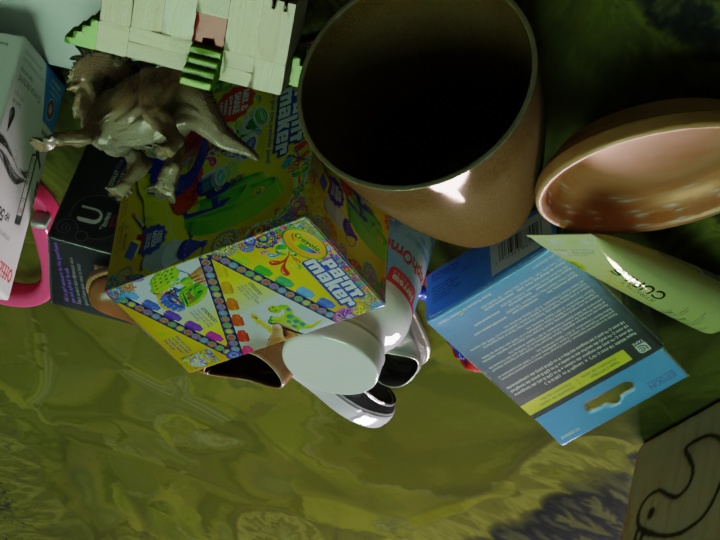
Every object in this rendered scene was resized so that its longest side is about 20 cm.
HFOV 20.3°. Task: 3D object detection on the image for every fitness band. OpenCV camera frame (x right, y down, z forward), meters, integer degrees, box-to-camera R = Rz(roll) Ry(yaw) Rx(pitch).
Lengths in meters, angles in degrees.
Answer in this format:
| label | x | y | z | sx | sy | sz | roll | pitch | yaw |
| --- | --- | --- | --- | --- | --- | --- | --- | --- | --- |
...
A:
| label | x | y | z | sx | sy | sz | roll | pitch | yaw |
| --- | --- | --- | --- | --- | --- | --- | --- | --- | --- |
| fitness band | -0.356 | -0.036 | 1.941 | 0.143 | 0.038 | 0.200 | 12 | 143 | 9 |

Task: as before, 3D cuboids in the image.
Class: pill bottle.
| label | x | y | z | sx | sy | sz | roll | pitch | yaw |
| --- | --- | --- | --- | --- | --- | --- | --- | --- | --- |
| pill bottle | 0.000 | 0.000 | 1.694 | 0.108 | 0.200 | 0.109 | 12 | 145 | 8 |

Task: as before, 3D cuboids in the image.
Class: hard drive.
| label | x | y | z | sx | sy | sz | roll | pitch | yaw |
| --- | --- | --- | --- | --- | --- | --- | --- | --- | --- |
| hard drive | -0.205 | -0.208 | 1.654 | 0.199 | 0.026 | 0.132 | 13 | 144 | 7 |

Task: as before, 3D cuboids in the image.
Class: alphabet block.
| label | x | y | z | sx | sy | sz | roll | pitch | yaw |
| --- | --- | --- | --- | --- | --- | --- | --- | --- | --- |
| alphabet block | 0.372 | 0.258 | 1.881 | 0.196 | 0.200 | 0.195 | 31 | 142 | -18 |

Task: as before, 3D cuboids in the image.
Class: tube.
| label | x | y | z | sx | sy | sz | roll | pitch | yaw |
| --- | --- | --- | --- | --- | --- | --- | --- | --- | --- |
| tube | 0.232 | 0.002 | 1.677 | 0.200 | 0.052 | 0.058 | 23 | 125 | -37 |

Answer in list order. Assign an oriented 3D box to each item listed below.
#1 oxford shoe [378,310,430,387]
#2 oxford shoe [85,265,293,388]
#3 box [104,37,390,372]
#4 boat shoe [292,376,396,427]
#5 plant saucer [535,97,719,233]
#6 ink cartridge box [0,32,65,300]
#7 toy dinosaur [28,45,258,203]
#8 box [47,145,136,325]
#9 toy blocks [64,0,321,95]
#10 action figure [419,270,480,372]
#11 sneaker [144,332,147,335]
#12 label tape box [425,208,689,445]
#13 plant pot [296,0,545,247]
| label | x | y | z | sx | sy | sz | roll | pitch | yaw |
| --- | --- | --- | --- | --- | --- | --- | --- | --- | --- |
| oxford shoe | 0.011 | 0.039 | 1.867 | 0.075 | 0.058 | 0.200 | -1 | 139 | 28 |
| oxford shoe | -0.146 | 0.049 | 1.726 | 0.199 | 0.071 | 0.071 | 17 | 144 | 3 |
| box | -0.084 | -0.053 | 1.628 | 0.192 | 0.200 | 0.122 | -20 | 134 | 25 |
| boat shoe | -0.021 | 0.084 | 1.939 | 0.066 | 0.070 | 0.200 | -38 | 127 | 18 |
| plant saucer | 0.232 | -0.084 | 1.566 | 0.199 | 0.038 | 0.200 | -8 | 159 | -3 |
| ink cartridge box | -0.324 | -0.088 | 1.684 | 0.084 | 0.201 | 0.146 | 11 | 170 | 7 |
| toy dinosaur | -0.171 | -0.133 | 1.592 | 0.199 | 0.136 | 0.086 | 2 | 148 | 26 |
| box | -0.168 | -0.020 | 1.806 | 0.199 | 0.123 | 0.106 | 15 | 144 | 4 |
| toy blocks | -0.116 | -0.222 | 1.535 | 0.199 | 0.100 | 0.137 | 14 | 117 | 5 |
| action figure | 0.090 | 0.038 | 1.837 | 0.065 | 0.052 | 0.200 | -9 | 134 | 38 |
| sneaker | -0.169 | 0.040 | 1.922 | 0.200 | 0.084 | 0.081 | 31 | 143 | -19 |
| label tape box | 0.173 | 0.048 | 1.769 | 0.144 | 0.063 | 0.200 | -31 | 124 | 25 |
| plant pot | 0.069 | -0.103 | 1.572 | 0.186 | 0.187 | 0.200 | 3 | 157 | 20 |
